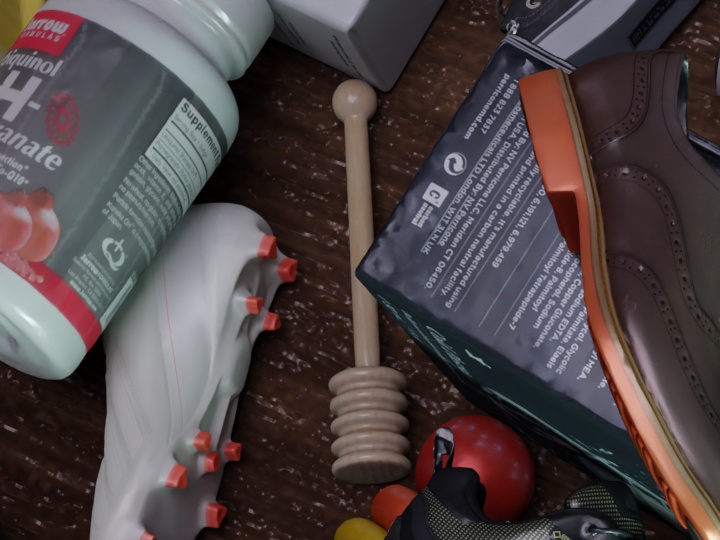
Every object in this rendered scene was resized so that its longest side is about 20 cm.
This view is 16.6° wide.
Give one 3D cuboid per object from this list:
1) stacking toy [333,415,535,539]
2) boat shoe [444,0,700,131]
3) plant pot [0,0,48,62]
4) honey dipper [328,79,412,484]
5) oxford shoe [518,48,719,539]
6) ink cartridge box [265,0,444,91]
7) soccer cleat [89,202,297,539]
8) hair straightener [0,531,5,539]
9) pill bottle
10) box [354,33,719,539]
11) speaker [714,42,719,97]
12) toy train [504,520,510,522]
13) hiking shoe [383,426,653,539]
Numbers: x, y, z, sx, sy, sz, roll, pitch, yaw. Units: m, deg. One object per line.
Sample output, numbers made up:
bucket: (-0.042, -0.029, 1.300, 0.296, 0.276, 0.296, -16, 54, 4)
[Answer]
stacking toy: (0.000, 0.143, 1.092, 0.085, 0.085, 0.200, 37, 79, 24)
boat shoe: (0.100, -0.123, 1.162, 0.066, 0.070, 0.200, 38, 84, 31)
plant pot: (-0.254, -0.116, 1.191, 0.200, 0.189, 0.202, -5, 69, 13)
honey dipper: (0.000, 0.000, 1.162, 0.038, 0.038, 0.201, -9, 67, 12)
oxford shoe: (0.116, 0.006, 0.891, 0.072, 0.071, 0.201, -18, 68, 6)
ink cartridge box: (-0.042, -0.199, 1.218, 0.200, 0.083, 0.147, 28, 81, 22)
soccer cleat: (-0.093, 0.060, 1.154, 0.077, 0.069, 0.201, 9, 67, 23)
hair straightener: (-0.134, 0.180, 1.132, 0.077, 0.041, 0.200, -38, 66, 0)
pill bottle: (-0.126, -0.059, 1.143, 0.110, 0.111, 0.200, 26, 71, 22)
box: (0.129, 0.028, 1.026, 0.196, 0.200, 0.124, 30, 83, 23)
speaker: (0.263, -0.078, 1.092, 0.199, 0.081, 0.081, 24, 79, 22)
toy train: (0.044, 0.216, 1.050, 0.150, 0.056, 0.200, 34, 84, 11)
hiking shoe: (0.100, 0.138, 0.993, 0.199, 0.076, 0.101, 24, 86, 11)
